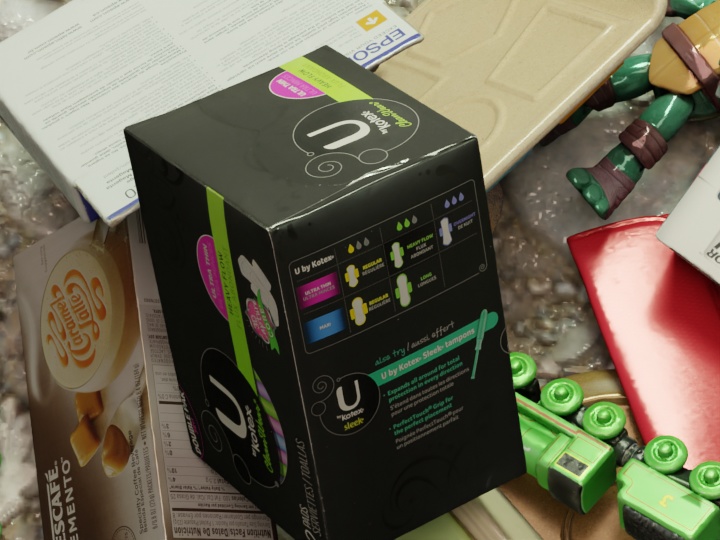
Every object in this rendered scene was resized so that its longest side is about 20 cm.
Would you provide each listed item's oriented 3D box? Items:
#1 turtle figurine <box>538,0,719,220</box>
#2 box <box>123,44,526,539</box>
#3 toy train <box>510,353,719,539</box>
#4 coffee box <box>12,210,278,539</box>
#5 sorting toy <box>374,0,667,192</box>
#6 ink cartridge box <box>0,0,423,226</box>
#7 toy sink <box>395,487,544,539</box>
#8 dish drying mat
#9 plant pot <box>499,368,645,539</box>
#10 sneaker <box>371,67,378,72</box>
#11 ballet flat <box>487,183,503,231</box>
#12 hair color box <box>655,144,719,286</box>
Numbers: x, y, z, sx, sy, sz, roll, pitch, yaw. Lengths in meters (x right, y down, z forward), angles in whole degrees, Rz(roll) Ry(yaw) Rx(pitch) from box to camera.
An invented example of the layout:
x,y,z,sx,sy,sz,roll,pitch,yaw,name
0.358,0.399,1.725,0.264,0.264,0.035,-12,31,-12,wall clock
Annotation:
x,y,z,sx,sy,sz,roll,pitch,yaw,name
0.188,-0.125,1.552,0.200,0.101,0.150,-40,42,5,turtle figurine
-0.016,0.016,1.356,0.124,0.200,0.148,-25,33,-23,box
0.115,0.096,1.471,0.200,0.042,0.056,28,61,30,toy train
-0.120,0.071,1.499,0.080,0.114,0.200,6,68,-39,coffee box
0.061,-0.101,1.539,0.200,0.036,0.185,-47,34,-12,sorting toy
-0.088,-0.107,1.480,0.196,0.043,0.200,-31,42,-11,ink cartridge box
0.061,0.209,1.431,0.130,0.112,0.200,-42,69,6,toy sink
0.183,0.056,1.519,0.077,0.018,0.200,-13,62,-10,dish drying mat
0.145,0.148,1.512,0.200,0.027,0.201,-1,73,4,plant pot
-0.082,-0.119,1.593,0.200,0.080,0.086,-21,43,4,sneaker
0.000,0.000,1.545,0.200,0.067,0.068,-38,75,-8,ballet flat
0.263,-0.068,1.499,0.100,0.061,0.200,38,96,17,hair color box
